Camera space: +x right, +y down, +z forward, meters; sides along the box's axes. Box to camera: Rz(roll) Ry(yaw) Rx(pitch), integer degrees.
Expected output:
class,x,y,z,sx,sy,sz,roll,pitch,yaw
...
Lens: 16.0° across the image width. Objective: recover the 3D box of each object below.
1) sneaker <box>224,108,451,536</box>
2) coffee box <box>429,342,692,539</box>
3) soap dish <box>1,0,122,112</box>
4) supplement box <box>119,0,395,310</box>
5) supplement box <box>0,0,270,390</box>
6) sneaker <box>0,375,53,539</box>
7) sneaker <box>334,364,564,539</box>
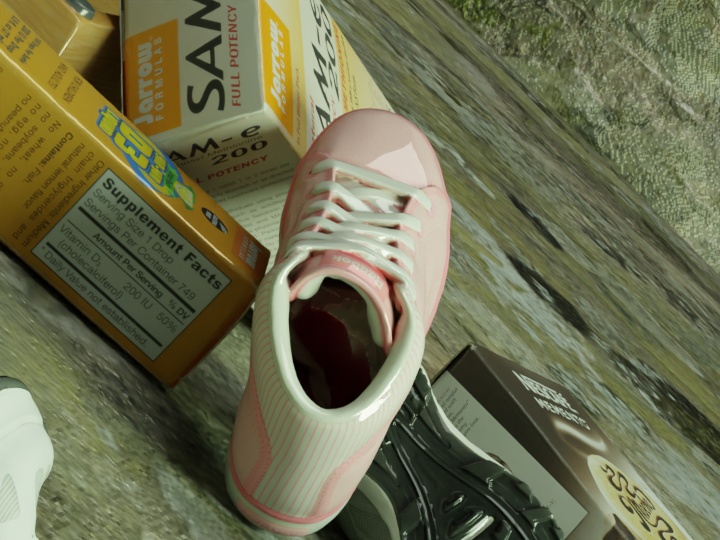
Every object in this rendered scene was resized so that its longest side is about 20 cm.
class,x,y,z,sx,sy,sz,roll,pitch,yaw
sneaker,0.000,0.000,1.031,0.075,0.105,0.201,18,58,-2
coffee box,0.105,0.139,1.198,0.200,0.080,0.113,51,14,30
soap dish,-0.164,-0.129,1.214,0.157,0.081,0.200,47,13,11
supplement box,-0.039,-0.061,1.207,0.200,0.073,0.127,52,27,-52
supplement box,-0.130,-0.044,1.074,0.200,0.069,0.067,45,14,-12
sneaker,-0.108,0.105,0.654,0.116,0.076,0.200,52,19,-2
sneaker,0.029,0.104,1.091,0.201,0.074,0.079,56,-14,18
